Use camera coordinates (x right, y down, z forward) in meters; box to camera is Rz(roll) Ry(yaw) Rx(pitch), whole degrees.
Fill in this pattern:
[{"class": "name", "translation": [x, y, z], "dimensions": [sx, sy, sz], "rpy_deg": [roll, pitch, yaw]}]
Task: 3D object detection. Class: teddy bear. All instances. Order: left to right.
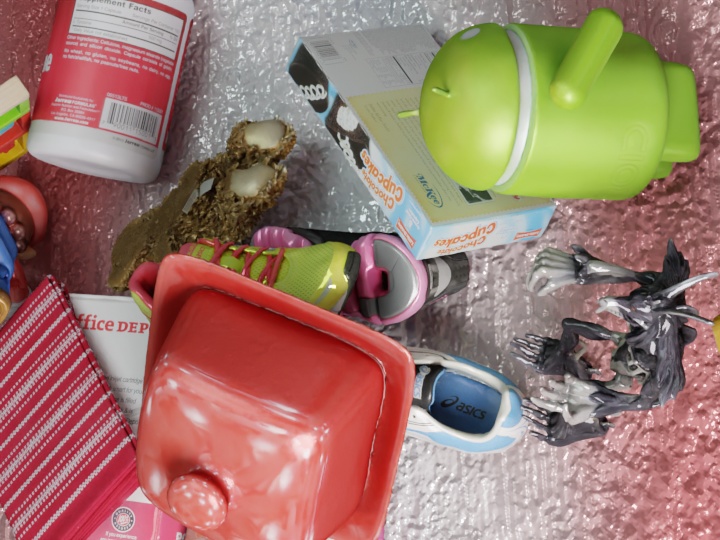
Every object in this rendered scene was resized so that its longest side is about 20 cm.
[{"class": "teddy bear", "translation": [-0.114, -0.040, 1.687], "dimensions": [0.200, 0.067, 0.145], "rpy_deg": [-47, 29, 22]}]

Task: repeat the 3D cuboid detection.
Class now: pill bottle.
[{"class": "pill bottle", "translation": [-0.198, -0.180, 1.767], "dimensions": [0.112, 0.112, 0.201], "rpy_deg": [8, 83, 36]}]

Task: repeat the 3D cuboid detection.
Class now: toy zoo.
[{"class": "toy zoo", "translation": [-0.328, -0.090, 1.775], "dimensions": [0.131, 0.200, 0.020], "rpy_deg": [-35, 85, -12]}]

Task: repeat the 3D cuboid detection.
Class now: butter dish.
[{"class": "butter dish", "translation": [-0.082, 0.120, 1.475], "dimensions": [0.199, 0.148, 0.201], "rpy_deg": [21, 129, 13]}]

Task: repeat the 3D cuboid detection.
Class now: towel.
[{"class": "towel", "translation": [-0.241, 0.121, 1.677], "dimensions": [0.145, 0.022, 0.200], "rpy_deg": [-47, 53, 22]}]

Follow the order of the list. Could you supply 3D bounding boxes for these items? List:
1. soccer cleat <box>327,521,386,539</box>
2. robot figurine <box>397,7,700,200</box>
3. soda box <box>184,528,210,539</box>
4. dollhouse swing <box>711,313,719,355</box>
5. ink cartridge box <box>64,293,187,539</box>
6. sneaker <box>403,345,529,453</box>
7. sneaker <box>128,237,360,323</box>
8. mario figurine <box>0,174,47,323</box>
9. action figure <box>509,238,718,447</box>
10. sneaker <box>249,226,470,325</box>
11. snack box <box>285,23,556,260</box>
[{"class": "soccer cleat", "translation": [-0.034, 0.140, 1.592], "dimensions": [0.070, 0.086, 0.201], "rpy_deg": [-19, 69, 30]}, {"class": "robot figurine", "translation": [0.130, -0.108, 1.473], "dimensions": [0.175, 0.199, 0.116], "rpy_deg": [146, 124, -69]}, {"class": "soda box", "translation": [-0.098, 0.254, 1.619], "dimensions": [0.063, 0.068, 0.201], "rpy_deg": [6, 81, 36]}, {"class": "dollhouse swing", "translation": [0.311, -0.036, 1.354], "dimensions": [0.200, 0.182, 0.176], "rpy_deg": [-26, 86, 28]}, {"class": "ink cartridge box", "translation": [-0.177, 0.126, 1.696], "dimensions": [0.144, 0.084, 0.201], "rpy_deg": [3, 81, 35]}, {"class": "sneaker", "translation": [0.023, 0.080, 1.535], "dimensions": [0.199, 0.073, 0.072], "rpy_deg": [12, 67, 10]}, {"class": "sneaker", "translation": [-0.088, 0.013, 1.541], "dimensions": [0.199, 0.090, 0.078], "rpy_deg": [-17, 40, 37]}, {"class": "mario figurine", "translation": [-0.321, -0.009, 1.780], "dimensions": [0.106, 0.200, 0.124], "rpy_deg": [9, 111, -3]}, {"class": "action figure", "translation": [0.156, 0.049, 1.420], "dimensions": [0.200, 0.102, 0.119], "rpy_deg": [129, 146, -60]}, {"class": "sneaker", "translation": [0.000, 0.000, 1.607], "dimensions": [0.200, 0.095, 0.079], "rpy_deg": [7, 106, 47]}, {"class": "snack box", "translation": [0.043, -0.098, 1.577], "dimensions": [0.200, 0.116, 0.037], "rpy_deg": [57, 140, 30]}]
